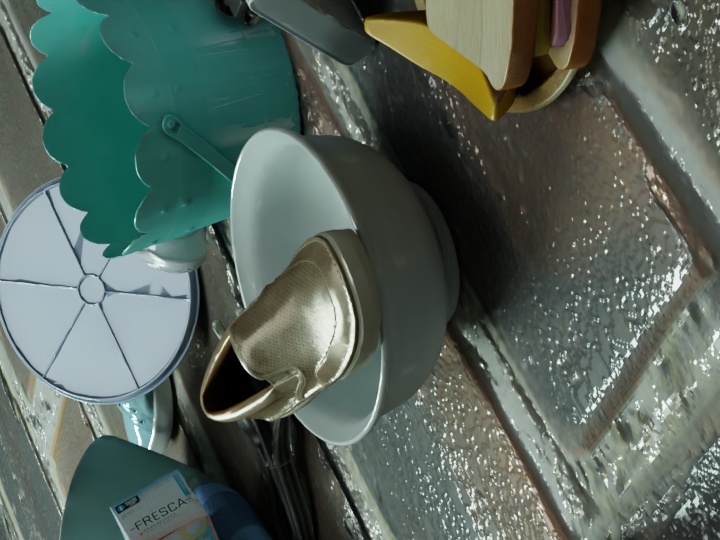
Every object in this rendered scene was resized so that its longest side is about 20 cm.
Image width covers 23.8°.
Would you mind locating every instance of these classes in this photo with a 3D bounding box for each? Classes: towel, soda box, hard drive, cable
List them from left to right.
[{"bbox_3d":[-0.132,0.258,1.365,0.068,0.063,0.201,46,158,48],"label":"soda box"},{"bbox_3d":[-0.068,-0.229,1.055,0.027,0.132,0.201,-34,68,18],"label":"hard drive"},{"bbox_3d":[-0.070,0.256,1.369,0.200,0.048,0.112,46,160,49],"label":"towel"},{"bbox_3d":[-0.060,0.128,1.331,0.097,0.050,0.202,-3,113,56],"label":"cable"}]

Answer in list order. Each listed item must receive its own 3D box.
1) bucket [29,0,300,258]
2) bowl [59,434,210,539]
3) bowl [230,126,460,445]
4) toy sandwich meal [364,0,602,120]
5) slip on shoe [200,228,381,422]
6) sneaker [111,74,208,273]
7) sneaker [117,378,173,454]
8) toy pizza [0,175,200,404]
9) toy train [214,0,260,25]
[{"bbox_3d":[-0.141,-0.118,1.229,0.207,0.133,0.209,40,137,50],"label":"bucket"},{"bbox_3d":[-0.177,0.246,1.479,0.201,0.104,0.204,1,-90,-77],"label":"bowl"},{"bbox_3d":[0.000,0.000,1.066,0.201,0.090,0.203,41,139,48],"label":"bowl"},{"bbox_3d":[0.056,-0.167,0.886,0.205,0.070,0.207,40,137,49],"label":"toy sandwich meal"},{"bbox_3d":[-0.045,0.040,1.007,0.077,0.060,0.200,68,153,13],"label":"slip on shoe"},{"bbox_3d":[-0.169,-0.102,1.361,0.115,0.074,0.201,113,138,-56],"label":"sneaker"},{"bbox_3d":[-0.223,0.085,1.561,0.074,0.081,0.202,32,131,56],"label":"sneaker"},{"bbox_3d":[-0.226,0.015,1.478,0.198,0.032,0.203,3,98,19],"label":"toy pizza"},{"bbox_3d":[-0.103,-0.252,1.185,0.034,0.045,0.202,-53,54,49],"label":"toy train"}]
